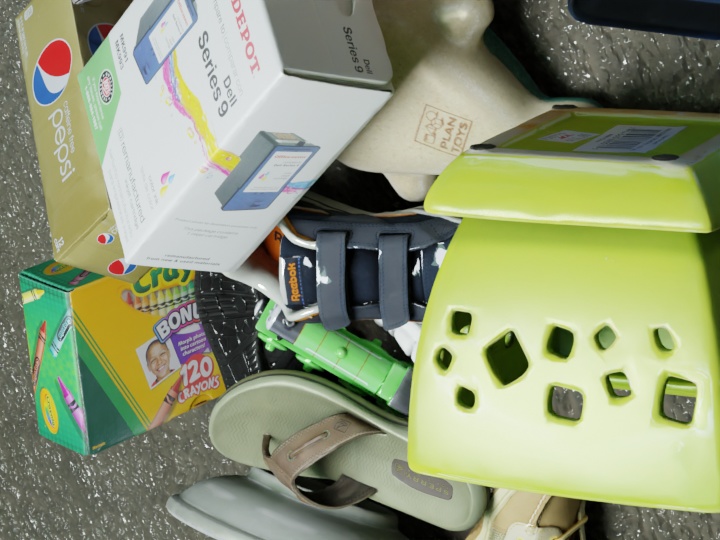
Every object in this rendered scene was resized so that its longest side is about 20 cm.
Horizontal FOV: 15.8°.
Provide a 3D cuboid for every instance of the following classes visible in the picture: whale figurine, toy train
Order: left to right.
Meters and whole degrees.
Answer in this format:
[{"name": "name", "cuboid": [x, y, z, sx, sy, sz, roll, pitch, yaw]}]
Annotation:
[{"name": "toy train", "cuboid": [0.019, 0.072, 1.673, 0.199, 0.042, 0.056, 29, 178, -3]}, {"name": "whale figurine", "cuboid": [0.057, -0.114, 1.593, 0.199, 0.104, 0.160, 22, 127, 8]}]

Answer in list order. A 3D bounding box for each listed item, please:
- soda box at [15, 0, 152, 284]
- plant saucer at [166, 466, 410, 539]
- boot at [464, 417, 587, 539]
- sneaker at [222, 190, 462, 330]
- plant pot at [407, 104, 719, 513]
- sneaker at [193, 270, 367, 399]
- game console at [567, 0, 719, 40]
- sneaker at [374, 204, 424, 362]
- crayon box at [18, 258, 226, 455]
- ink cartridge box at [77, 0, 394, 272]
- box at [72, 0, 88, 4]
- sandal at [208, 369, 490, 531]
[{"name": "soda box", "cuboid": [-0.169, -0.095, 1.684, 0.064, 0.067, 0.201, -40, 49, 35]}, {"name": "plant saucer", "cuboid": [-0.031, 0.172, 1.755, 0.199, 0.200, 0.051, 19, 88, 39]}, {"name": "boot", "cuboid": [0.141, 0.200, 1.652, 0.156, 0.073, 0.201, 48, 137, 19]}, {"name": "sneaker", "cuboid": [0.000, 0.000, 1.609, 0.199, 0.079, 0.079, 9, 115, 32]}, {"name": "plant pot", "cuboid": [0.149, 0.011, 1.449, 0.198, 0.200, 0.183, 4, 105, 28]}, {"name": "sneaker", "cuboid": [-0.045, 0.056, 1.755, 0.060, 0.104, 0.201, -3, 105, 41]}, {"name": "game console", "cuboid": [0.232, -0.169, 1.355, 0.171, 0.118, 0.201, 45, 135, 22]}, {"name": "sneaker", "cuboid": [0.024, -0.011, 1.684, 0.199, 0.077, 0.092, 31, 120, 22]}, {"name": "crayon box", "cuboid": [-0.131, 0.031, 1.755, 0.058, 0.199, 0.120, 17, 121, 43]}, {"name": "ink cartridge box", "cuboid": [-0.077, -0.113, 1.547, 0.200, 0.087, 0.146, -44, 52, 42]}, {"name": "box", "cuboid": [-0.152, -0.288, 1.659, 0.048, 0.158, 0.201, -23, 92, 53]}, {"name": "sandal", "cuboid": [-0.014, 0.120, 1.654, 0.200, 0.057, 0.080, 16, 128, 27]}]
